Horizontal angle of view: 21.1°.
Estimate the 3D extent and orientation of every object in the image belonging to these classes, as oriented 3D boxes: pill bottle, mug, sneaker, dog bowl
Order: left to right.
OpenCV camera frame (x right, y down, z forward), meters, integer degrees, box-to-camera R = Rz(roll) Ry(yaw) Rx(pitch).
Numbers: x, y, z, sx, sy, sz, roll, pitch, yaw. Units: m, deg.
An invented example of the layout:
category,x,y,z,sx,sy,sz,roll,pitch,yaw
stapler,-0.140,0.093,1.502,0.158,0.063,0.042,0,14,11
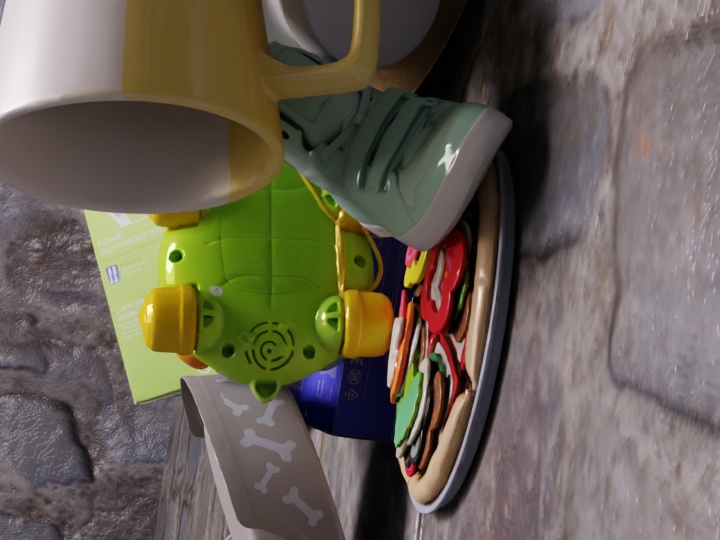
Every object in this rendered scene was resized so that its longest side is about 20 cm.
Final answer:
category,x,y,z,sx,sy,sz,roll,pitch,yaw
mug,-0.095,-0.123,0.971,0.149,0.186,0.154,127,145,-65
dog bowl,-0.052,0.151,1.166,0.200,0.059,0.201,162,90,-80
pill bottle,-0.049,-0.172,1.113,0.200,0.116,0.117,19,100,54
sneaker,-0.003,-0.070,0.983,0.074,0.118,0.200,-58,13,-11

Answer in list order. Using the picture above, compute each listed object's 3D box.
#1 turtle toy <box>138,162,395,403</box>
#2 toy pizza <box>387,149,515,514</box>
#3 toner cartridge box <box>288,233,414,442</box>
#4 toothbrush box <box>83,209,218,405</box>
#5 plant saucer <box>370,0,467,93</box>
category,x,y,z,sx,sy,sz,roll,pitch,yaw
turtle toy,-0.056,-0.017,1.139,0.101,0.145,0.201,111,160,-68
toy pizza,0.040,0.027,1.016,0.200,0.032,0.201,-170,90,-81
toner cartridge box,0.000,0.000,1.205,0.095,0.043,0.201,-167,87,-68
toothbrush box,-0.098,-0.025,1.281,0.086,0.145,0.201,-18,85,37
plant saucer,0.009,-0.169,1.195,0.200,0.035,0.201,-48,28,36
